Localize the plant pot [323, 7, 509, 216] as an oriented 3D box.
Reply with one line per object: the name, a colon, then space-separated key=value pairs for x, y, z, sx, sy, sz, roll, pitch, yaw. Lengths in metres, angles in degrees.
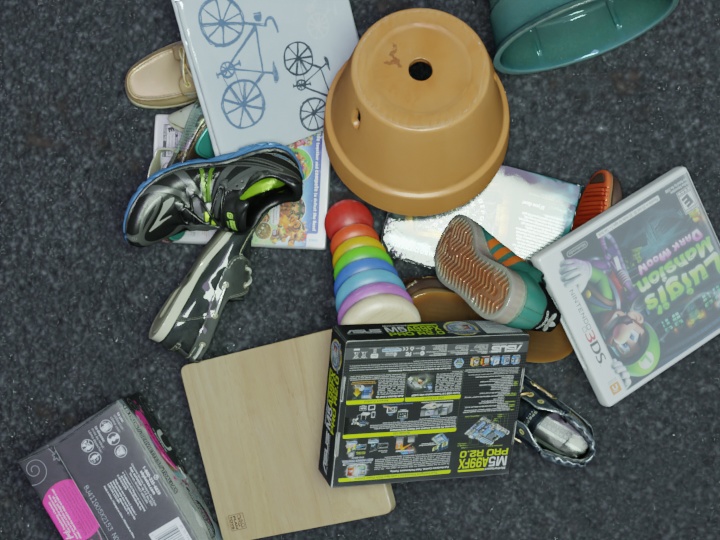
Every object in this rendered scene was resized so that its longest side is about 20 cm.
plant pot: x=0.059 y=-0.173 z=1.316 sx=0.200 sy=0.140 sz=0.201 roll=0 pitch=71 yaw=0

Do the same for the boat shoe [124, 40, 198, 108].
boat shoe: x=-0.170 y=-0.231 z=1.418 sx=0.200 sy=0.069 sz=0.074 roll=-17 pitch=88 yaw=3

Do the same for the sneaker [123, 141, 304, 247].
sneaker: x=-0.152 y=-0.073 z=1.340 sx=0.199 sy=0.071 sz=0.083 roll=-20 pitch=48 yaw=-9

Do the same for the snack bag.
snack bag: x=-0.086 y=-0.229 z=1.378 sx=0.200 sy=0.021 sz=0.189 roll=-22 pitch=110 yaw=-19

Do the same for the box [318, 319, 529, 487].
box: x=0.063 y=0.133 z=1.298 sx=0.200 sy=0.044 sz=0.161 roll=-2 pitch=111 yaw=-20

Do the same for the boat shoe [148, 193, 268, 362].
boat shoe: x=-0.150 y=0.005 z=1.398 sx=0.068 sy=0.072 sz=0.200 roll=34 pitch=79 yaw=-14

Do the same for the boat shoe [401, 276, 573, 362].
boat shoe: x=0.136 y=0.045 z=1.394 sx=0.200 sy=0.070 sz=0.071 roll=17 pitch=106 yaw=-14

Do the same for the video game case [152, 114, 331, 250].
video game case: x=-0.134 y=-0.099 z=1.441 sx=0.199 sy=0.018 sz=0.144 roll=3 pitch=89 yaw=4

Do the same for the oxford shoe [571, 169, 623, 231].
oxford shoe: x=0.274 y=-0.008 z=1.399 sx=0.072 sy=0.071 sz=0.201 roll=1 pitch=93 yaw=-17

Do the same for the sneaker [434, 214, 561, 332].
sneaker: x=0.139 y=0.009 z=1.325 sx=0.080 sy=0.200 sz=0.071 roll=25 pitch=107 yaw=-27

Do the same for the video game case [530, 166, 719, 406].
video game case: x=0.299 y=0.016 z=1.360 sx=0.200 sy=0.023 sz=0.182 roll=-31 pitch=104 yaw=-15

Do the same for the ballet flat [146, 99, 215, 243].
ballet flat: x=-0.190 y=-0.128 z=1.409 sx=0.071 sy=0.069 sz=0.200 roll=28 pitch=92 yaw=23

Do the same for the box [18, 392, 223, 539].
box: x=-0.252 y=0.251 z=1.398 sx=0.132 sy=0.115 sz=0.200 roll=-31 pitch=89 yaw=2

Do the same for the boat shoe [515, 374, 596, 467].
boat shoe: x=0.166 y=0.142 z=1.383 sx=0.200 sy=0.091 sz=0.071 roll=29 pitch=91 yaw=4

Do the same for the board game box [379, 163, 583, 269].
board game box: x=0.130 y=-0.055 z=1.418 sx=0.200 sy=0.028 sz=0.136 roll=16 pitch=91 yaw=3

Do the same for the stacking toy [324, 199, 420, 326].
stacking toy: x=0.000 y=0.000 z=1.363 sx=0.085 sy=0.200 sz=0.086 roll=-9 pitch=133 yaw=-9

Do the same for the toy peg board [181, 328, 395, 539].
toy peg board: x=-0.067 y=0.175 z=1.410 sx=0.199 sy=0.098 sz=0.200 roll=-15 pitch=88 yaw=19

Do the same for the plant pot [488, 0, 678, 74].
plant pot: x=0.206 y=-0.336 z=1.345 sx=0.200 sy=0.200 sz=0.197 roll=-17 pitch=80 yaw=3
